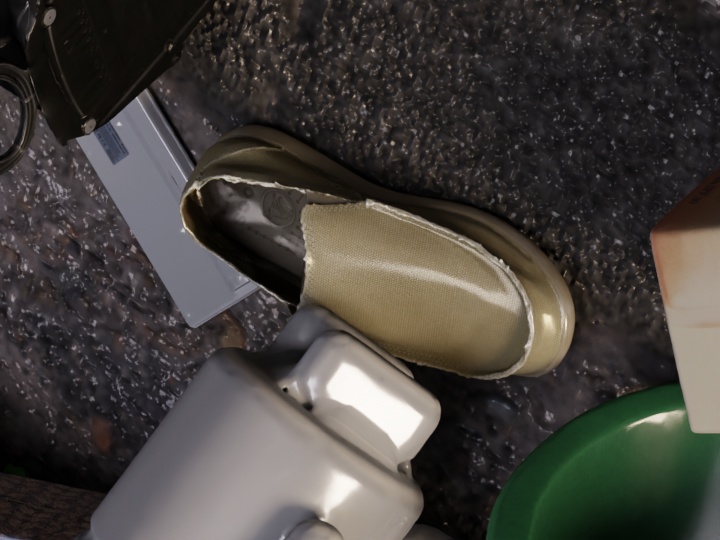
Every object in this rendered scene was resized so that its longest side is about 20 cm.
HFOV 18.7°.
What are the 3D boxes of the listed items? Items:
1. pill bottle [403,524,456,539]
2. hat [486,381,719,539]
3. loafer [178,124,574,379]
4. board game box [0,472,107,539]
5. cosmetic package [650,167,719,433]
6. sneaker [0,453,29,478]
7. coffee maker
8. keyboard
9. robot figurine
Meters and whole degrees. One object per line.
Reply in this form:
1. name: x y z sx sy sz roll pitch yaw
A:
1. pill bottle: 0.039 0.186 1.001 0.200 0.112 0.113 32 125 19
2. hat: 0.134 0.172 0.918 0.166 0.199 0.177 45 155 41
3. loafer: 0.000 0.000 0.973 0.199 0.068 0.076 23 122 24
4. board game box: -0.195 0.211 1.112 0.159 0.097 0.201 12 101 0
5. cosmetic package: 0.221 0.001 0.802 0.199 0.103 0.088 -3 109 34
6. sneaker: -0.251 0.070 1.182 0.200 0.078 0.085 47 122 -3
7. coffee maker: -0.182 -0.152 0.952 0.199 0.192 0.135 26 131 24
8. keyboard: -0.116 -0.067 1.063 0.056 0.011 0.201 -30 92 44
9. robot figurine: -0.051 0.114 0.933 0.113 0.170 0.200 36 93 -17
